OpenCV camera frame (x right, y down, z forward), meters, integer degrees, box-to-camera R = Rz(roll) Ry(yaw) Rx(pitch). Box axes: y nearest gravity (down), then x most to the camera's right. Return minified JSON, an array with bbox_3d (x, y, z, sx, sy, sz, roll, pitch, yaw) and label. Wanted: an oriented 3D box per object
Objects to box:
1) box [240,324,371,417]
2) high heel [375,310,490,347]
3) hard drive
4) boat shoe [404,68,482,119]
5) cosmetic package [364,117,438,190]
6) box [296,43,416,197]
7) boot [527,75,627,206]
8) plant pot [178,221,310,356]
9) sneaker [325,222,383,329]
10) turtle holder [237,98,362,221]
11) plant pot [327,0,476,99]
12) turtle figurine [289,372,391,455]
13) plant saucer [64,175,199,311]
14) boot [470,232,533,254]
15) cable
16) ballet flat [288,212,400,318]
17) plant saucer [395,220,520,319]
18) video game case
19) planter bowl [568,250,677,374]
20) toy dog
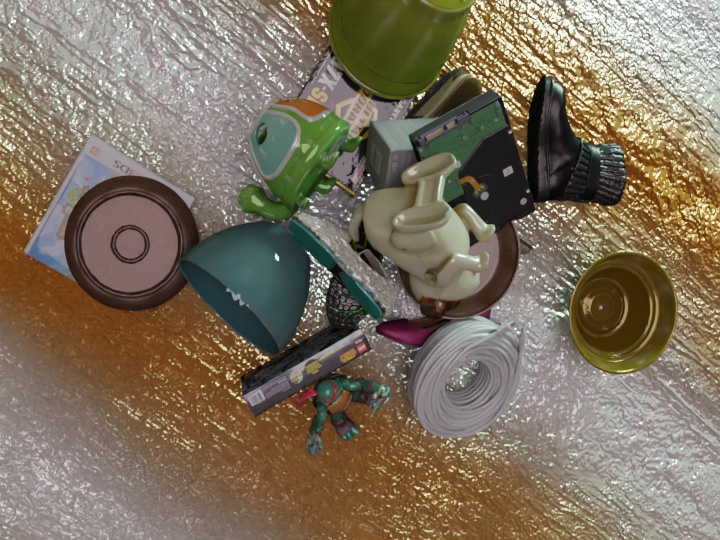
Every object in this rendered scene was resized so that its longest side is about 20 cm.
[{"bbox_3d":[-0.087,0.143,1.145,0.198,0.137,0.040,-29,99,-7],"label":"box"},{"bbox_3d":[0.119,0.072,1.215,0.197,0.067,0.098,5,103,-26],"label":"high heel"},{"bbox_3d":[0.164,-0.139,1.079,0.138,0.038,0.202,-29,125,-1],"label":"hard drive"},{"bbox_3d":[0.107,-0.235,1.193,0.200,0.065,0.073,-42,130,11],"label":"boat shoe"},{"bbox_3d":[0.115,-0.174,1.130,0.196,0.107,0.091,-3,124,-17],"label":"cosmetic package"},{"bbox_3d":[-0.023,-0.244,1.175,0.158,0.049,0.202,33,88,-10],"label":"box"},{"bbox_3d":[0.358,-0.211,1.233,0.155,0.080,0.215,-2,105,-4],"label":"boot"},{"bbox_3d":[-0.150,0.007,1.105,0.200,0.200,0.135,45,70,-11],"label":"plant pot"},{"bbox_3d":[0.000,0.000,1.159,0.077,0.085,0.203,23,70,-4],"label":"sneaker"},{"bbox_3d":[-0.098,-0.164,1.090,0.131,0.186,0.141,37,51,3],"label":"turtle holder"},{"bbox_3d":[0.075,-0.382,1.081,0.197,0.193,0.204,5,76,-20],"label":"plant pot"},{"bbox_3d":[-0.026,0.203,1.133,0.148,0.200,0.102,-33,70,3],"label":"turtle figurine"},{"bbox_3d":[-0.340,-0.040,1.113,0.196,0.034,0.204,-1,93,-12],"label":"plant saucer"},{"bbox_3d":[0.167,-0.029,1.223,0.198,0.070,0.148,30,94,-10],"label":"boot"},{"bbox_3d":[0.166,0.170,1.202,0.197,0.069,0.203,-11,118,-19],"label":"cable"},{"bbox_3d":[-0.019,-0.017,1.082,0.072,0.072,0.200,-43,98,-5],"label":"ballet flat"},{"bbox_3d":[0.149,-0.027,1.168,0.196,0.037,0.205,-1,99,-5],"label":"plant saucer"},{"bbox_3d":[-0.375,-0.069,1.131,0.180,0.022,0.202,30,88,-11],"label":"video game case"},{"bbox_3d":[0.425,0.067,1.266,0.196,0.083,0.205,-1,94,-10],"label":"planter bowl"},{"bbox_3d":[0.094,-0.024,1.039,0.191,0.141,0.201,-20,129,19],"label":"toy dog"}]
